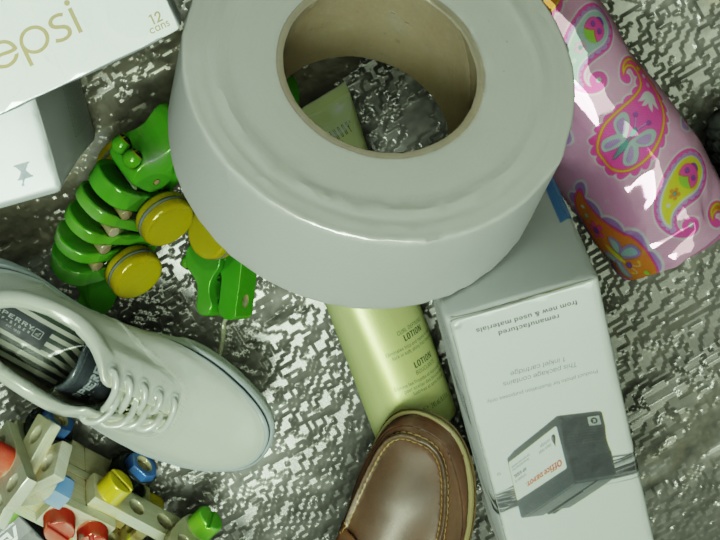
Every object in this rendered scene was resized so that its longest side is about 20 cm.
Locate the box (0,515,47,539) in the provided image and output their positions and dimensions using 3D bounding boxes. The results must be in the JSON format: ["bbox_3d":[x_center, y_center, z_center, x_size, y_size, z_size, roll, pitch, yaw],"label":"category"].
[{"bbox_3d":[-0.224,0.252,1.257,0.200,0.049,0.161,-41,99,6],"label":"box"}]

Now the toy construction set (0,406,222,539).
[{"bbox_3d":[-0.150,0.146,1.184,0.092,0.131,0.200,-30,127,16],"label":"toy construction set"}]

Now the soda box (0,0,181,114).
[{"bbox_3d":[-0.184,-0.100,0.975,0.199,0.064,0.068,-25,99,0],"label":"soda box"}]

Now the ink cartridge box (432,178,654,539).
[{"bbox_3d":[0.095,0.065,1.157,0.083,0.145,0.201,-15,119,0],"label":"ink cartridge box"}]

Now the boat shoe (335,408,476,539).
[{"bbox_3d":[0.015,0.174,1.213,0.072,0.068,0.201,21,118,12],"label":"boat shoe"}]

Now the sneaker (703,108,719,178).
[{"bbox_3d":[0.286,-0.041,1.213,0.200,0.070,0.093,42,86,-10],"label":"sneaker"}]

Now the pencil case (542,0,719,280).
[{"bbox_3d":[0.129,-0.092,1.183,0.087,0.087,0.200,-34,100,5],"label":"pencil case"}]

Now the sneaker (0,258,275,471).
[{"bbox_3d":[-0.137,0.064,1.153,0.199,0.071,0.073,26,106,-16],"label":"sneaker"}]

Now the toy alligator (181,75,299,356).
[{"bbox_3d":[-0.078,-0.018,1.206,0.054,0.059,0.201,20,103,34],"label":"toy alligator"}]

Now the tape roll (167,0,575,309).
[{"bbox_3d":[0.004,-0.085,1.069,0.201,0.071,0.203,5,61,-9],"label":"tape roll"}]

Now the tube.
[{"bbox_3d":[0.000,0.000,1.205,0.052,0.058,0.201,-18,104,5],"label":"tube"}]

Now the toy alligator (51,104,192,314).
[{"bbox_3d":[-0.124,-0.050,1.160,0.059,0.054,0.200,51,124,31],"label":"toy alligator"}]

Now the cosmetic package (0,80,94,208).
[{"bbox_3d":[-0.256,-0.085,1.107,0.198,0.200,0.124,-16,102,0],"label":"cosmetic package"}]
